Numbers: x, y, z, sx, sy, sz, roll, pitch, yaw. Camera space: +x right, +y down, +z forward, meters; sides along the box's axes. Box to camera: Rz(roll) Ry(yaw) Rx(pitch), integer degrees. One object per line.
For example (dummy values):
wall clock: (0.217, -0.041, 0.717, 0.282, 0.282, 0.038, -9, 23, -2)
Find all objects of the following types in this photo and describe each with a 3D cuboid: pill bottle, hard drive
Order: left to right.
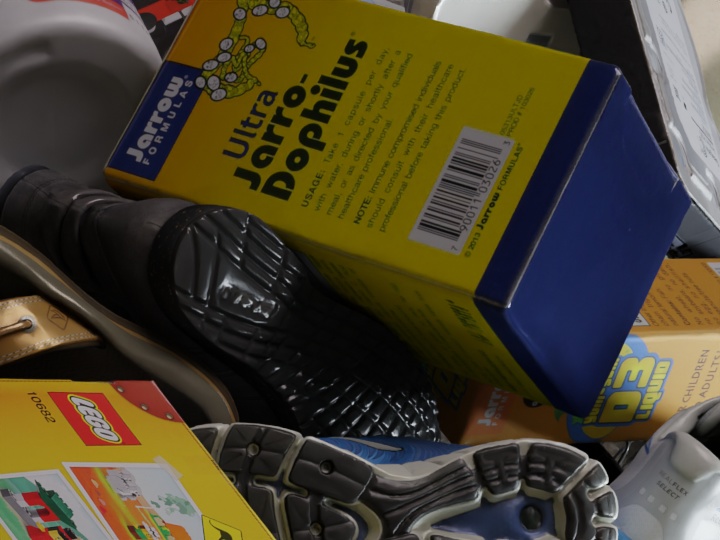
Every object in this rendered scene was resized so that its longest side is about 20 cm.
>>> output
pill bottle: (-0.165, -0.120, 1.048, 0.111, 0.112, 0.200, 18, 28, -34)
hard drive: (0.151, -0.104, 1.194, 0.140, 0.038, 0.201, 36, 39, -59)

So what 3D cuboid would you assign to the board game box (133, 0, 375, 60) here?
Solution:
board game box: (-0.057, -0.093, 1.123, 0.151, 0.037, 0.200, -25, 51, -13)

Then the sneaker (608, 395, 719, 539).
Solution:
sneaker: (0.156, 0.089, 0.959, 0.075, 0.087, 0.200, 37, 17, 15)

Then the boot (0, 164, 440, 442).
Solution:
boot: (-0.057, 0.027, 0.947, 0.131, 0.070, 0.200, 15, -31, 45)

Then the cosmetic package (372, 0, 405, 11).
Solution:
cosmetic package: (0.041, -0.039, 1.169, 0.081, 0.113, 0.200, 13, 28, -48)

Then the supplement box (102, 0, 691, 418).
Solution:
supplement box: (0.015, -0.035, 0.935, 0.199, 0.110, 0.109, 18, -17, 31)

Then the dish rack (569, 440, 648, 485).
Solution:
dish rack: (0.166, 0.131, 1.079, 0.200, 0.055, 0.154, 5, 37, -49)

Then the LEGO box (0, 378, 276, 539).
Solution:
LEGO box: (-0.082, 0.126, 0.717, 0.149, 0.077, 0.200, 5, 37, -50)

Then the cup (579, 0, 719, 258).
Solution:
cup: (0.156, -0.081, 1.345, 0.200, 0.201, 0.143, 37, 45, 6)

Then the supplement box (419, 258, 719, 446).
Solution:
supplement box: (0.122, 0.036, 1.032, 0.199, 0.067, 0.069, 0, 34, -26)

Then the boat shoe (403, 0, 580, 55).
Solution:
boat shoe: (0.059, -0.138, 1.162, 0.068, 0.072, 0.200, 33, 18, 20)

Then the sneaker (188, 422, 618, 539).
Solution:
sneaker: (-0.008, 0.099, 0.864, 0.199, 0.079, 0.089, 4, -8, -13)

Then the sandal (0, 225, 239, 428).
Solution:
sandal: (-0.134, 0.035, 0.846, 0.200, 0.080, 0.054, 31, 39, -19)
